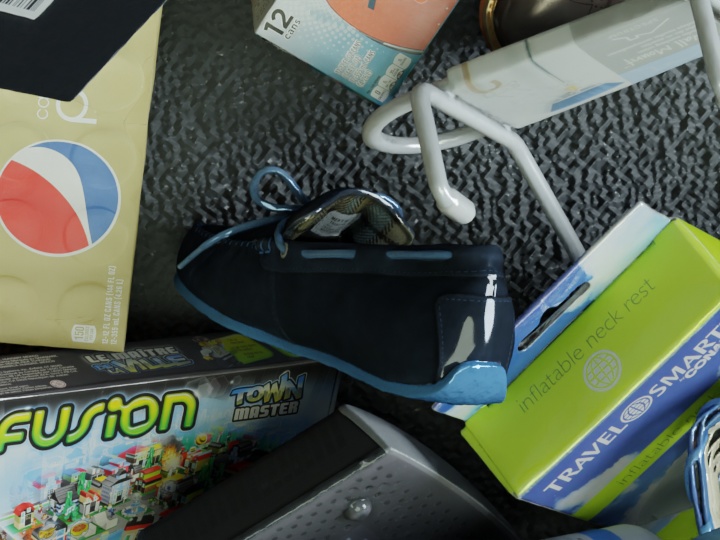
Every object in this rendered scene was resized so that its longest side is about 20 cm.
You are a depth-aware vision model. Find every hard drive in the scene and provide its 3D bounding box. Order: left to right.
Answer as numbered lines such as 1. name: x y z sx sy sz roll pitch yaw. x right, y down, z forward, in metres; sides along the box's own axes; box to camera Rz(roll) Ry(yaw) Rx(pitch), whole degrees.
1. hard drive: -0.005 0.126 1.102 0.135 0.042 0.200 -32 147 9

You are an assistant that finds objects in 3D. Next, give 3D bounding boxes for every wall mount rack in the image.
1. wall mount rack: 0.109 -0.049 1.021 0.200 0.174 0.075 -20 71 22

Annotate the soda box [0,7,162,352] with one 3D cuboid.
1. soda box: -0.117 -0.072 1.041 0.068 0.064 0.200 5 114 -8

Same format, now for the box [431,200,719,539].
1. box: 0.127 0.049 1.068 0.122 0.048 0.200 -46 149 14

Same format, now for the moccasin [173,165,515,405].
1. moccasin: 0.000 0.000 1.027 0.080 0.200 0.068 3 100 -40

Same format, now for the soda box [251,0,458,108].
1. soda box: 0.034 -0.165 1.010 0.063 0.068 0.200 28 109 -17

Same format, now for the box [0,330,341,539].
1. box: -0.106 0.085 1.077 0.200 0.035 0.110 -6 119 -36

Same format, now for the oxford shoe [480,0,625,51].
1. oxford shoe: 0.134 -0.140 1.022 0.200 0.073 0.071 -36 113 10

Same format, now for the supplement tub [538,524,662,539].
1. supplement tub: 0.032 0.178 1.023 0.200 0.132 0.132 -10 115 -16

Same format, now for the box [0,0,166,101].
1. box: -0.163 -0.173 0.876 0.124 0.200 0.197 -44 72 15

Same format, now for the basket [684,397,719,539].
1. basket: 0.210 0.092 0.992 0.176 0.200 0.139 -16 73 4
